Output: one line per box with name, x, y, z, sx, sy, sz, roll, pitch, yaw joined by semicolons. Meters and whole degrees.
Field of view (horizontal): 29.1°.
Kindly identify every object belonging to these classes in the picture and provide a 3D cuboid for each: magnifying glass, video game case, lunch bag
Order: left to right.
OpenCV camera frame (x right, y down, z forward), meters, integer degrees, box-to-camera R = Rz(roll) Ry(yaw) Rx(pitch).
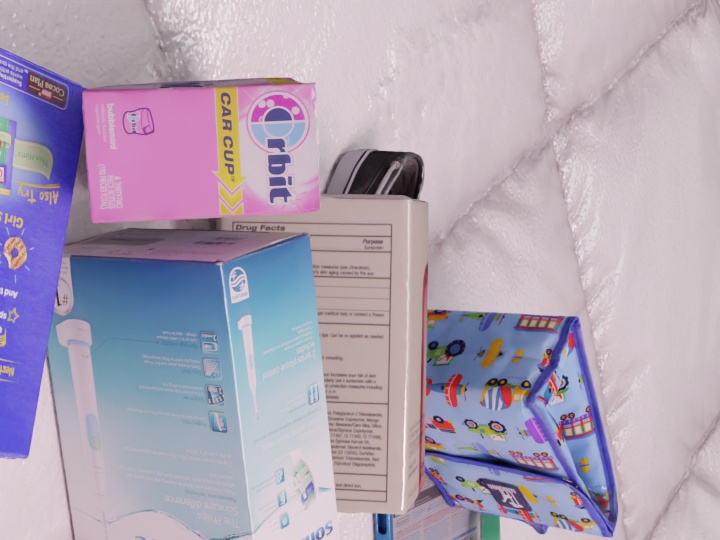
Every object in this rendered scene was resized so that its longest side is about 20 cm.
video game case;0.055;0.154;1.155;0.143;0.018;0.201;-12;102;-54
magnifying glass;0.111;0.184;1.213;0.080;0.022;0.201;-29;119;-85
lunch bag;0.115;0.133;1.092;0.094;0.150;0.200;-56;134;-37

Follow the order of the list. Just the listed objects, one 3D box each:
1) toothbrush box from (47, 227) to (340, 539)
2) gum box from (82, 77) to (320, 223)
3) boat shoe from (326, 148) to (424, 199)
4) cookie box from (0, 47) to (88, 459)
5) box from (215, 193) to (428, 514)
toothbrush box;-0.099;0.081;0.811;0.085;0.146;0.201;-20;107;-53
gum box;-0.089;-0.071;0.768;0.200;0.113;0.066;-132;-141;-79
boat shoe;0.001;0.001;1.021;0.074;0.068;0.200;48;54;-45
cookie box;-0.229;-0.018;0.675;0.171;0.075;0.201;22;73;-56
box;-0.023;0.050;0.913;0.109;0.127;0.201;-8;99;-80
